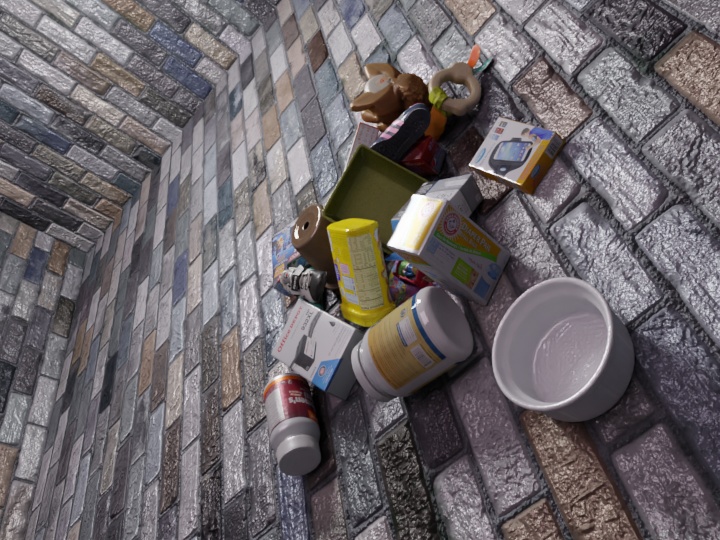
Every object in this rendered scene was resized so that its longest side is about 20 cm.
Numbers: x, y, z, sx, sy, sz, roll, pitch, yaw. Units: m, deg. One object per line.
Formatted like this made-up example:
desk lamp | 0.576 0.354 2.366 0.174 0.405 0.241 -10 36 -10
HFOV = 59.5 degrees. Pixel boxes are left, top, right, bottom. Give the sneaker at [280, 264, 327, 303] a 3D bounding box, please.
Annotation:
sneaker | -0.136 0.029 1.436 0.199 0.087 0.076 -12 61 67

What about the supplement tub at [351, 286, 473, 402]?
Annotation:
supplement tub | 0.092 0.139 1.153 0.199 0.143 0.147 -38 39 28

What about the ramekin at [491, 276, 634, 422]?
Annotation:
ramekin | 0.302 0.123 0.932 0.199 0.097 0.204 -33 41 34

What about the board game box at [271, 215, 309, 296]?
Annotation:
board game box | -0.174 -0.043 1.717 0.198 0.061 0.204 -29 45 38

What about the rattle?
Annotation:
rattle | 0.234 -0.418 1.497 0.127 0.144 0.202 13 55 22

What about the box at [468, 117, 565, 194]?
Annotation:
box | 0.301 -0.235 1.260 0.120 0.041 0.200 -57 36 4

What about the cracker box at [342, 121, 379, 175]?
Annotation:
cracker box | -0.010 -0.258 1.588 0.134 0.056 0.204 -125 53 -85

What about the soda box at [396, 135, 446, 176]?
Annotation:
soda box | 0.110 -0.267 1.506 0.198 0.069 0.065 4 66 54

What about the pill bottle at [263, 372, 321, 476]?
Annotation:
pill bottle | -0.145 0.328 1.353 0.110 0.109 0.202 -46 36 18

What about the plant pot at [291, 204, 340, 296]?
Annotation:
plant pot | -0.066 -0.064 1.492 0.198 0.173 0.204 -31 44 34

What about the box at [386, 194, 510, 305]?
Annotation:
box | 0.162 -0.038 1.145 0.101 0.198 0.114 19 79 55

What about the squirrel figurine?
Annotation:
squirrel figurine | 0.096 -0.398 1.554 0.195 0.187 0.144 -1 59 22

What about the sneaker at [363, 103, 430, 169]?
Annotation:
sneaker | 0.086 -0.308 1.461 0.199 0.070 0.083 -36 22 25

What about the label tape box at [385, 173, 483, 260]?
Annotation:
label tape box | 0.140 -0.106 1.286 0.142 0.067 0.200 -2 37 52

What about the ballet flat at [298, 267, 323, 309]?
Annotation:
ballet flat | -0.126 0.090 1.564 0.071 0.066 0.204 123 156 -50

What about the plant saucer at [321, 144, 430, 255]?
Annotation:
plant saucer | 0.037 -0.152 1.428 0.203 0.197 0.048 -61 0 -17

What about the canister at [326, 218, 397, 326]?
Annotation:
canister | 0.000 0.000 1.326 0.148 0.085 0.205 16 120 61

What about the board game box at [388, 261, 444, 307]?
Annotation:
board game box | 0.115 -0.007 1.326 0.199 0.039 0.161 -34 41 33

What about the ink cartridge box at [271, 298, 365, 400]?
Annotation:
ink cartridge box | -0.085 0.169 1.382 0.198 0.083 0.147 23 84 43
